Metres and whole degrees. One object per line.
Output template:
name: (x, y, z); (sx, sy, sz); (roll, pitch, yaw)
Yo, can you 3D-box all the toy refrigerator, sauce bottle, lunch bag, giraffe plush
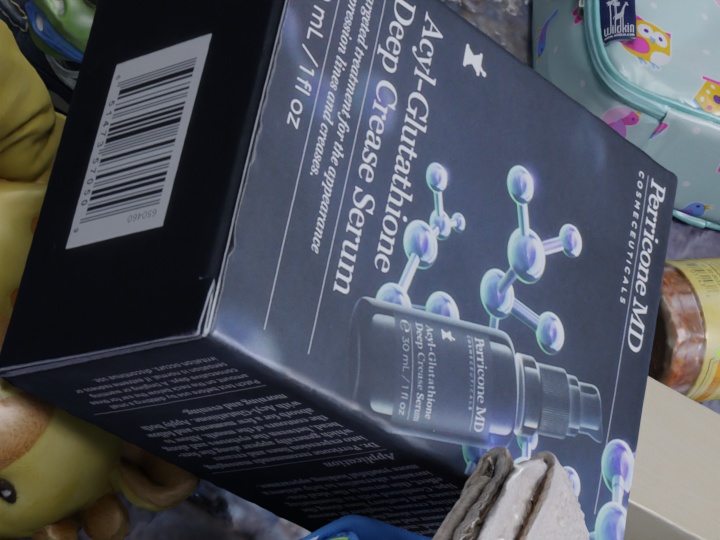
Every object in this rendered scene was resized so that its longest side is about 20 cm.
toy refrigerator: (0.093, 0.086, 0.891); (0.199, 0.070, 0.076); (28, 40, -7)
sauce bottle: (0.202, 0.023, 0.998); (0.199, 0.066, 0.066); (-3, 57, -28)
lunch bag: (0.179, -0.101, 1.072); (0.199, 0.077, 0.161); (18, 49, -16)
giraffe plush: (-0.140, 0.021, 0.765); (0.199, 0.172, 0.163); (12, 60, -43)

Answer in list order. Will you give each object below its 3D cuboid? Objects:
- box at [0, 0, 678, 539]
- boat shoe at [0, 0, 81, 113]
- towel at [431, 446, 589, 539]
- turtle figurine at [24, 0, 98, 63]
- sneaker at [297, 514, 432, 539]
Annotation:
box: (0.000, 0.000, 0.737); (0.199, 0.107, 0.150); (31, 61, -38)
boat shoe: (-0.102, -0.089, 0.922); (0.075, 0.062, 0.200); (-32, 74, -38)
towel: (0.056, 0.167, 0.679); (0.133, 0.034, 0.201); (-56, 134, -43)
turtle figurine: (-0.076, -0.179, 0.820); (0.201, 0.193, 0.144); (57, 8, -4)
sneaker: (-0.047, 0.118, 0.717); (0.198, 0.105, 0.076); (-5, 53, -25)
